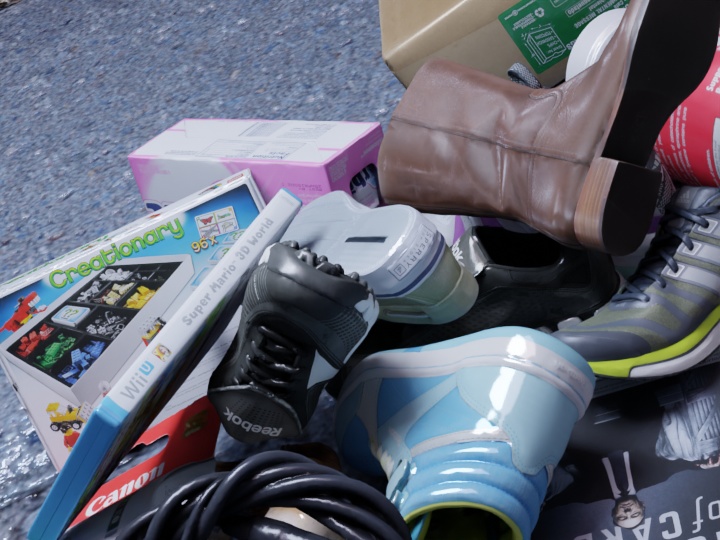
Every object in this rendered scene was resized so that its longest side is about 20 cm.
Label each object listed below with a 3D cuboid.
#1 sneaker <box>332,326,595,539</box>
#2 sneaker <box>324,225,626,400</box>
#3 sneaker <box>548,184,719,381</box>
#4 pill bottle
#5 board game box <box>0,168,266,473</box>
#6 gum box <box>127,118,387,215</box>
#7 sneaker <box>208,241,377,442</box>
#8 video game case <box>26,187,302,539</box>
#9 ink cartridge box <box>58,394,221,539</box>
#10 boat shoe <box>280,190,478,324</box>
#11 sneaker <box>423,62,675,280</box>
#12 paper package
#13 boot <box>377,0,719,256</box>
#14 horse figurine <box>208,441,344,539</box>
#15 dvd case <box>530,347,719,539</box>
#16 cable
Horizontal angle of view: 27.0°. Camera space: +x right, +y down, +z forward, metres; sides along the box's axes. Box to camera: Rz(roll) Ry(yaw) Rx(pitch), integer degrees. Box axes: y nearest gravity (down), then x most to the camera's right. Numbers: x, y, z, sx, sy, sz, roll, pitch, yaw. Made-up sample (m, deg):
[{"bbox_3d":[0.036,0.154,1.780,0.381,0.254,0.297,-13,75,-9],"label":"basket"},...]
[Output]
[{"bbox_3d":[0.029,0.109,0.785,0.200,0.079,0.131,-28,33,56],"label":"sneaker"},{"bbox_3d":[0.061,0.017,0.905,0.199,0.091,0.067,-19,31,9],"label":"sneaker"},{"bbox_3d":[0.178,-0.002,0.824,0.199,0.081,0.074,-26,13,-24],"label":"sneaker"},{"bbox_3d":[0.225,-0.108,0.954,0.112,0.113,0.200,-36,33,-17],"label":"pill bottle"},{"bbox_3d":[-0.135,0.033,0.982,0.199,0.127,0.035,-25,13,0],"label":"board game box"},{"bbox_3d":[-0.057,-0.040,1.040,0.199,0.114,0.066,6,33,40],"label":"gum box"},{"bbox_3d":[-0.041,0.048,0.799,0.091,0.066,0.200,-64,1,-16],"label":"sneaker"},{"bbox_3d":[-0.109,0.054,0.845,0.200,0.018,0.143,-54,0,-44],"label":"video game case"},{"bbox_3d":[-0.158,0.151,0.865,0.160,0.050,0.201,-31,31,24],"label":"ink cartridge box"},{"bbox_3d":[0.000,0.000,0.878,0.072,0.062,0.200,-49,20,-10],"label":"boat shoe"},{"bbox_3d":[0.105,-0.068,0.950,0.199,0.140,0.078,0,39,34],"label":"sneaker"},{"bbox_3d":[0.117,-0.218,1.155,0.199,0.104,0.191,-32,29,19],"label":"paper package"},{"bbox_3d":[0.098,-0.111,0.861,0.199,0.064,0.188,18,88,51],"label":"boot"},{"bbox_3d":[-0.053,0.158,0.820,0.132,0.050,0.201,-14,36,32],"label":"horse figurine"},{"bbox_3d":[0.136,0.119,0.768,0.149,0.025,0.201,-17,32,13],"label":"dvd case"},{"bbox_3d":[-0.062,0.181,0.709,0.199,0.164,0.051,-25,-8,13],"label":"cable"}]
